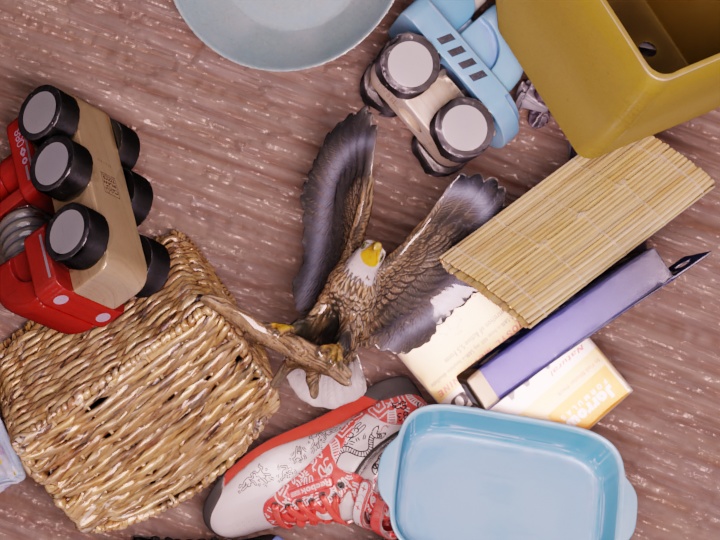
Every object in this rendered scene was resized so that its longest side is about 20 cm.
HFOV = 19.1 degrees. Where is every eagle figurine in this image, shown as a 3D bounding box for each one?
[{"bbox_3d":[0.004,-0.002,1.604,0.152,0.150,0.200,51,56,-25],"label":"eagle figurine"}]

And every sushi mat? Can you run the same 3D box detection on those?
[{"bbox_3d":[0.162,-0.036,1.585,0.199,0.012,0.096,-36,53,-23],"label":"sushi mat"}]

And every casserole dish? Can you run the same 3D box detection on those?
[{"bbox_3d":[0.107,0.170,1.606,0.198,0.039,0.122,10,68,-6],"label":"casserole dish"}]

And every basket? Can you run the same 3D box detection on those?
[{"bbox_3d":[-0.173,0.093,1.695,0.199,0.149,0.143,-35,122,1],"label":"basket"}]

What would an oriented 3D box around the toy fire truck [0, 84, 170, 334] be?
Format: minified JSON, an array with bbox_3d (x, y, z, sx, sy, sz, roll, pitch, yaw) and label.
[{"bbox_3d":[-0.272,-0.026,1.661,0.199,0.128,0.177,-34,55,24],"label":"toy fire truck"}]

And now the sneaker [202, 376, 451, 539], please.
[{"bbox_3d":[-0.021,0.173,1.665,0.200,0.067,0.108,-31,51,-1],"label":"sneaker"}]

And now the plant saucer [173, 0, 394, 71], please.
[{"bbox_3d":[-0.055,-0.253,1.694,0.199,0.039,0.203,-1,84,12],"label":"plant saucer"}]

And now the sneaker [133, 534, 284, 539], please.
[{"bbox_3d":[-0.150,0.238,1.676,0.199,0.070,0.078,-26,92,14],"label":"sneaker"}]

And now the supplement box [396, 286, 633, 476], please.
[{"bbox_3d":[0.102,0.057,1.680,0.126,0.074,0.200,-41,89,2],"label":"supplement box"}]

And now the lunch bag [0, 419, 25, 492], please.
[{"bbox_3d":[-0.378,0.111,1.650,0.169,0.127,0.201,-26,94,28],"label":"lunch bag"}]

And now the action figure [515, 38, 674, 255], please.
[{"bbox_3d":[0.186,-0.112,1.684,0.129,0.069,0.202,0,78,8],"label":"action figure"}]

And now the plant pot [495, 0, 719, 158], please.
[{"bbox_3d":[0.210,-0.199,1.577,0.199,0.177,0.201,-22,70,-25],"label":"plant pot"}]

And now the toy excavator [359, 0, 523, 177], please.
[{"bbox_3d":[0.084,-0.202,1.682,0.200,0.100,0.195,-41,90,-12],"label":"toy excavator"}]

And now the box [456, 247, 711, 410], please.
[{"bbox_3d":[0.162,0.034,1.583,0.199,0.121,0.033,-34,89,-2],"label":"box"}]
